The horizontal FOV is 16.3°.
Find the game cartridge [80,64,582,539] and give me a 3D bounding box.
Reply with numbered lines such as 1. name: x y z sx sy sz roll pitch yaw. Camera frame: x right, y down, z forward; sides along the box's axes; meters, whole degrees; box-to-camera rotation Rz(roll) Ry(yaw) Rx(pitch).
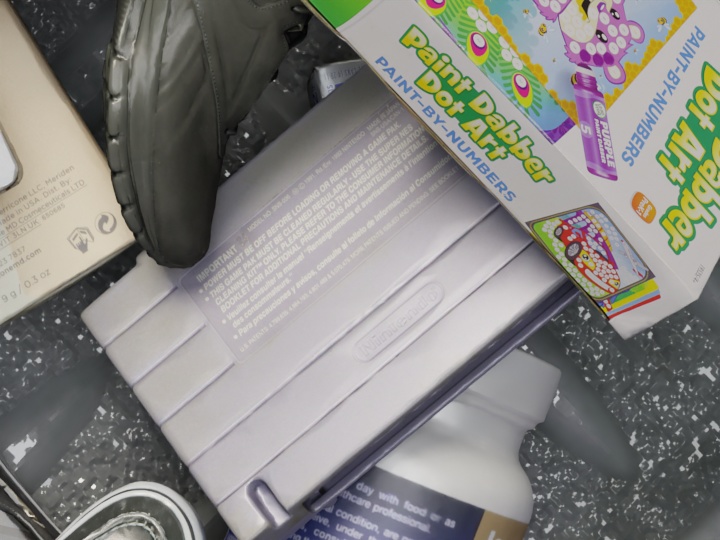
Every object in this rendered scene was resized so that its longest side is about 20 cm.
1. game cartridge: 0.000 0.000 0.977 0.200 0.038 0.130 -39 61 2

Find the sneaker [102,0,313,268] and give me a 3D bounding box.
1. sneaker: -0.052 -0.093 0.934 0.090 0.076 0.201 2 115 -6

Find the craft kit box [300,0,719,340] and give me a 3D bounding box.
1. craft kit box: 0.079 -0.109 0.931 0.198 0.048 0.200 47 46 -14

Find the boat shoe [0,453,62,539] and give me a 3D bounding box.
1. boat shoe: -0.166 0.111 1.034 0.070 0.066 0.200 -42 93 -4

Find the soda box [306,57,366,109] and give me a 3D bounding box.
1. soda box: 0.080 -0.070 1.054 0.199 0.063 0.069 -13 90 -5

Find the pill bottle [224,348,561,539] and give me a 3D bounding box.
1. pill bottle: 0.003 0.115 1.023 0.115 0.116 0.201 22 89 -4

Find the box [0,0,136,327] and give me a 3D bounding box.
1. box: -0.169 -0.080 1.021 0.077 0.095 0.201 -31 94 -4

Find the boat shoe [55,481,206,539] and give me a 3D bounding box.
1. boat shoe: -0.129 0.166 0.965 0.073 0.068 0.200 37 80 12

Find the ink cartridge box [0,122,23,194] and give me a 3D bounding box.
1. ink cartridge box: -0.246 -0.064 0.920 0.199 0.084 0.176 -26 91 -8
